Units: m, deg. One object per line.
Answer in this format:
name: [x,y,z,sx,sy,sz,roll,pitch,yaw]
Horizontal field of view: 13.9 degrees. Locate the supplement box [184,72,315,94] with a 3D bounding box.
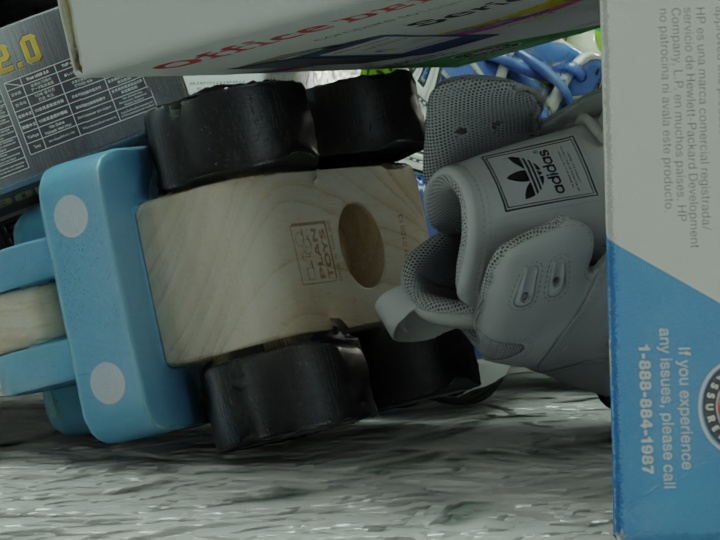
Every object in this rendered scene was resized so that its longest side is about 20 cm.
supplement box: [-0.075,-0.052,1.165,0.103,0.102,0.200,-3,26,4]

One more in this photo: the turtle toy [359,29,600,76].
turtle toy: [0.087,-0.056,1.165,0.199,0.101,0.146,30,-41,-2]

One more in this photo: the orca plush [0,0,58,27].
orca plush: [-0.119,-0.074,0.974,0.105,0.071,0.200,23,2,7]

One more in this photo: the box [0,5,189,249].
box: [-0.151,-0.020,0.944,0.199,0.049,0.158,-22,-8,-5]

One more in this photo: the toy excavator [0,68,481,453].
toy excavator: [-0.092,0.016,0.870,0.199,0.101,0.194,-16,-4,31]

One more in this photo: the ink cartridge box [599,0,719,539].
ink cartridge box: [0.158,-0.009,0.687,0.198,0.130,0.125,-1,4,7]

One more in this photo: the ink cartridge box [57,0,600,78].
ink cartridge box: [0.026,-0.109,0.812,0.145,0.088,0.200,-13,-4,32]

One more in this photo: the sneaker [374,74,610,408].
sneaker: [0.089,-0.032,0.796,0.114,0.075,0.200,8,-42,-32]

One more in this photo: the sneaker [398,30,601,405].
sneaker: [0.037,-0.043,0.979,0.075,0.201,0.077,20,-42,-10]
